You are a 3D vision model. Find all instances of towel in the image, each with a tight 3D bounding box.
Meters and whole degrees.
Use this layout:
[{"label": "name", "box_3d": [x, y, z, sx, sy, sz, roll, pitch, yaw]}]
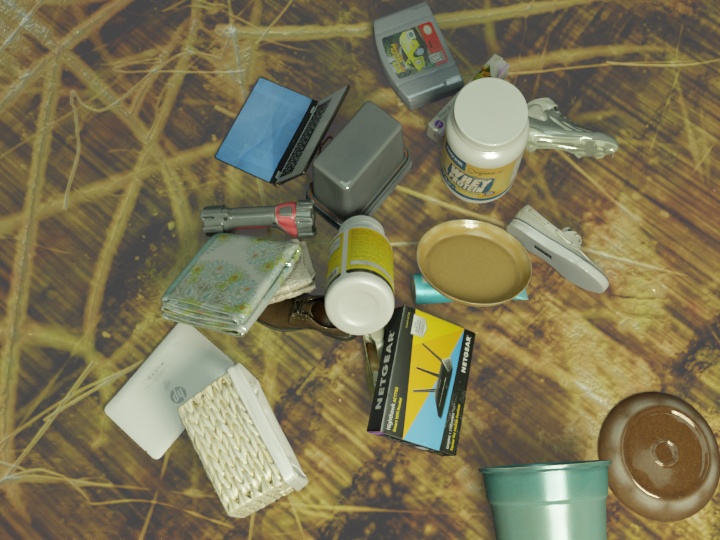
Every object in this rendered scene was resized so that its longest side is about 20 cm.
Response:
[{"label": "towel", "box_3d": [-0.209, 0.017, 1.346, 0.167, 0.049, 0.202, 10, 46, 25]}, {"label": "towel", "box_3d": [-0.174, 0.013, 1.398, 0.195, 0.035, 0.134, -19, 37, -4]}]

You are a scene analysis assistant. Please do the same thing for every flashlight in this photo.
[{"label": "flashlight", "box_3d": [-0.176, -0.087, 1.456, 0.194, 0.068, 0.070, -3, 108, 5]}]

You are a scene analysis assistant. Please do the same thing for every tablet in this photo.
[{"label": "tablet", "box_3d": [-0.316, 0.195, 1.382, 0.129, 0.014, 0.201, 36, 76, 13]}]

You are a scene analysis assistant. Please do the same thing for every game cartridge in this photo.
[{"label": "game cartridge", "box_3d": [0.101, -0.408, 1.577, 0.130, 0.041, 0.204, -22, 71, -2]}]

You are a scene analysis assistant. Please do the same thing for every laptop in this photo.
[{"label": "laptop", "box_3d": [-0.142, -0.264, 1.492, 0.115, 0.199, 0.190, 33, 71, -22]}]

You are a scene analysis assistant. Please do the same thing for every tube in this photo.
[{"label": "tube", "box_3d": [0.185, 0.023, 1.415, 0.194, 0.051, 0.079, -5, 65, -5]}]

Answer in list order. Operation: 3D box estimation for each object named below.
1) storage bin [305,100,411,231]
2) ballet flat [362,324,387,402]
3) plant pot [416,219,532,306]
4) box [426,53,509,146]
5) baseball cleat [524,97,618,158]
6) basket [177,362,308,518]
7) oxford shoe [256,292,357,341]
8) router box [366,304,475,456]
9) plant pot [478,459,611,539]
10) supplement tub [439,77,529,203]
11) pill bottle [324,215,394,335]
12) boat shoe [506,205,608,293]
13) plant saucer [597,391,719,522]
[{"label": "storage bin", "box_3d": [-0.010, -0.196, 1.451, 0.145, 0.135, 0.201, 37, 74, 14]}, {"label": "ballet flat", "box_3d": [0.037, 0.147, 1.362, 0.069, 0.071, 0.205, -10, 70, -2]}, {"label": "plant pot", "box_3d": [0.189, -0.009, 1.400, 0.194, 0.028, 0.203, 4, 45, -4]}, {"label": "box", "box_3d": [0.200, -0.317, 1.538, 0.039, 0.042, 0.200, 39, 77, 15]}, {"label": "baseball cleat", "box_3d": [0.367, -0.261, 1.498, 0.194, 0.070, 0.109, 7, 71, 3]}, {"label": "basket", "box_3d": [-0.183, 0.269, 1.290, 0.122, 0.136, 0.203, -29, 72, -5]}, {"label": "oxford shoe", "box_3d": [-0.096, 0.063, 1.387, 0.194, 0.085, 0.075, 7, 72, 6]}, {"label": "router box", "box_3d": [0.099, 0.177, 1.322, 0.146, 0.051, 0.205, 21, 70, -25]}, {"label": "plant pot", "box_3d": [0.277, 0.384, 1.213, 0.194, 0.201, 0.202, -3, 77, 0]}, {"label": "supplement tub", "box_3d": [0.210, -0.219, 1.417, 0.140, 0.201, 0.149, -1, 69, 2]}, {"label": "pill bottle", "box_3d": [0.000, 0.000, 1.354, 0.109, 0.115, 0.202, 0, 36, 1]}, {"label": "boat shoe", "box_3d": [0.348, -0.042, 1.423, 0.198, 0.071, 0.070, 36, 74, 18]}, {"label": "plant saucer", "box_3d": [0.478, 0.290, 1.316, 0.195, 0.037, 0.206, 0, 70, 0]}]
